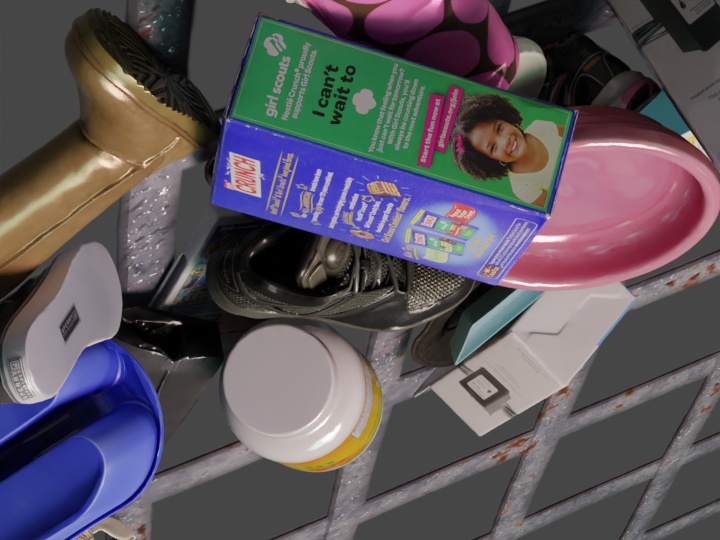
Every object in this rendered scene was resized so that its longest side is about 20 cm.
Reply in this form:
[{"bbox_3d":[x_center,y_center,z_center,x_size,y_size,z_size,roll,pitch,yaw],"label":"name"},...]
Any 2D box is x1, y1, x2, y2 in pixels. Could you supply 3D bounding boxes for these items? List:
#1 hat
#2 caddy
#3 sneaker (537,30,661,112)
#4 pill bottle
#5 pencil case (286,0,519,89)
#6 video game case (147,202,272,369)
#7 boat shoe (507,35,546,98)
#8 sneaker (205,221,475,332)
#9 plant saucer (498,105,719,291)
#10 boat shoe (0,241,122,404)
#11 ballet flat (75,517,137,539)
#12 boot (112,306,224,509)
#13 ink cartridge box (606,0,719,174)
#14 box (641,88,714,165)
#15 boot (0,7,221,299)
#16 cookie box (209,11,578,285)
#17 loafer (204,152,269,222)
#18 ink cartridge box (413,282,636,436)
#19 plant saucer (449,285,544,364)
[{"bbox_3d":[0.087,-0.011,1.557,0.201,0.081,0.201,-42,164,-15],"label":"hat"},{"bbox_3d":[-0.235,0.126,1.384,0.200,0.141,0.105,-32,175,21],"label":"caddy"},{"bbox_3d":[0.161,-0.132,1.456,0.080,0.086,0.200,-42,177,-15],"label":"sneaker"},{"bbox_3d":[-0.047,0.094,1.496,0.111,0.111,0.200,-32,168,1],"label":"pill bottle"},{"bbox_3d":[0.021,-0.160,1.187,0.094,0.091,0.200,-55,141,-3],"label":"pencil case"},{"bbox_3d":[-0.094,0.013,1.492,0.143,0.018,0.200,-7,145,-39],"label":"video game case"},{"bbox_3d":[0.053,-0.112,1.372,0.070,0.072,0.201,3,145,-37],"label":"boat shoe"},{"bbox_3d":[0.000,0.000,1.385,0.199,0.076,0.114,4,171,-19],"label":"sneaker"},{"bbox_3d":[0.151,-0.054,1.374,0.200,0.051,0.201,-3,150,-2],"label":"plant saucer"},{"bbox_3d":[-0.214,0.038,1.290,0.066,0.070,0.200,-12,-159,14],"label":"boat shoe"},{"bbox_3d":[-0.227,0.262,1.739,0.075,0.068,0.200,-45,153,-9],"label":"ballet flat"},{"bbox_3d":[-0.209,0.109,1.465,0.165,0.066,0.200,-3,145,-34],"label":"boot"},{"bbox_3d":[0.253,-0.146,1.380,0.083,0.200,0.147,-33,153,10],"label":"ink cartridge box"},{"bbox_3d":[0.247,-0.106,1.609,0.200,0.049,0.082,-27,154,-8],"label":"box"},{"bbox_3d":[-0.197,-0.060,1.205,0.200,0.066,0.175,-34,153,8],"label":"boot"},{"bbox_3d":[0.014,-0.070,1.210,0.200,0.075,0.171,16,164,-3],"label":"cookie box"},{"bbox_3d":[-0.019,-0.104,1.315,0.200,0.072,0.063,-37,149,18],"label":"loafer"},{"bbox_3d":[0.137,0.068,1.670,0.116,0.067,0.200,-47,-177,-30],"label":"ink cartridge box"},{"bbox_3d":[0.145,-0.001,1.548,0.200,0.019,0.070,-39,163,-26],"label":"plant saucer"}]
